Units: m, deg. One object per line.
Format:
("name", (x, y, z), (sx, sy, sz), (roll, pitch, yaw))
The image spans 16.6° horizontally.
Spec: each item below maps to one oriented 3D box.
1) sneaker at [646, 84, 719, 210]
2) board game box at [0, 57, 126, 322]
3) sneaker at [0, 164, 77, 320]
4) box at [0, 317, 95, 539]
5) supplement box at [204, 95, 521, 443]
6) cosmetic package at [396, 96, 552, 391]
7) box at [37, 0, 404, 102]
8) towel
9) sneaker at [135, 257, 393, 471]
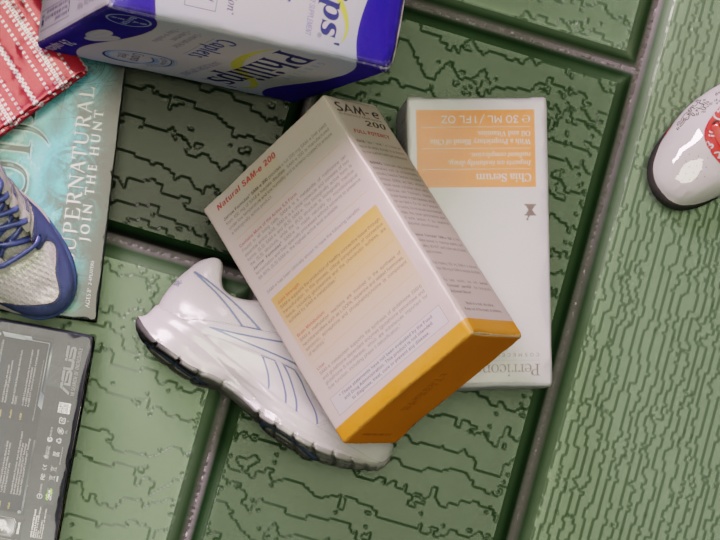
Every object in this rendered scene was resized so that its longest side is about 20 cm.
("sneaker", (0.291, -0.118, 1.722), (0.201, 0.108, 0.067), (-33, 88, -6))
("board game box", (-0.239, -0.071, 1.718), (0.134, 0.028, 0.201), (6, 84, -4))
("sneaker", (-0.261, -0.044, 1.641), (0.075, 0.088, 0.200), (-40, 104, -7))
("box", (-0.276, 0.129, 1.687), (0.157, 0.051, 0.201), (10, 85, -4))
("supplement box", (0.000, 0.000, 1.655), (0.126, 0.073, 0.201), (-41, 68, 24))
("cosmetic package", (0.078, -0.017, 1.717), (0.101, 0.071, 0.201), (-1, 86, -5))
("box", (-0.093, -0.190, 1.638), (0.199, 0.184, 0.106), (10, 84, -21))
("towel", (-0.307, -0.136, 1.695), (0.200, 0.022, 0.145), (-35, 87, -6))
("sneaker", (-0.056, 0.067, 1.701), (0.200, 0.075, 0.087), (36, 79, -1))
